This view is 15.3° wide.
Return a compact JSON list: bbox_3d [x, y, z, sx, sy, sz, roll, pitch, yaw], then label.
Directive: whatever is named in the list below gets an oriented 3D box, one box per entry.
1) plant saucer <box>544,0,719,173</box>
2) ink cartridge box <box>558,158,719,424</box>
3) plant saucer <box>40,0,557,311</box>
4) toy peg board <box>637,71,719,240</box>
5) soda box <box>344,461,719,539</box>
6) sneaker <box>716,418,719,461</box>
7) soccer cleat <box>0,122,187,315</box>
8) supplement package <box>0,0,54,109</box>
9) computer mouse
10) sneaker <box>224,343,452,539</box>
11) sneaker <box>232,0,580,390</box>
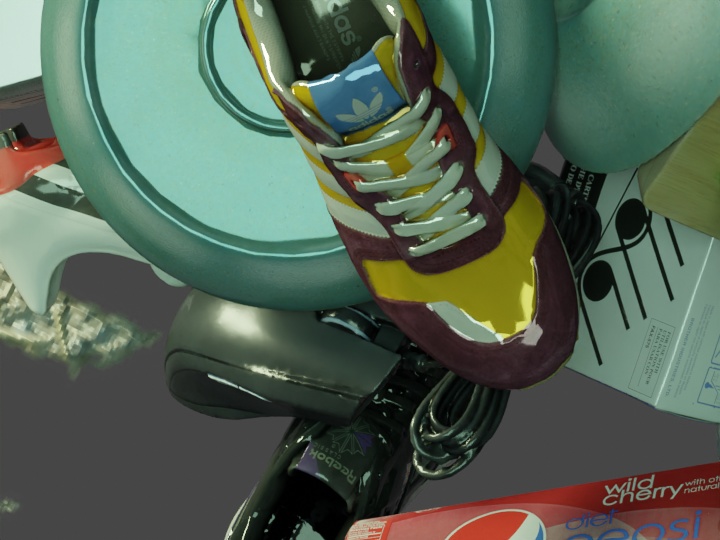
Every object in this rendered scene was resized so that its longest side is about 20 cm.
[{"bbox_3d":[0.102,-0.139,1.016,0.038,0.201,0.202,17,95,-23],"label":"plant saucer"},{"bbox_3d":[0.131,-0.049,1.067,0.094,0.044,0.201,24,97,49],"label":"ink cartridge box"},{"bbox_3d":[-0.026,-0.084,1.003,0.199,0.027,0.202,0,94,8],"label":"plant saucer"},{"bbox_3d":[0.237,-0.041,0.947,0.199,0.098,0.200,21,125,-20],"label":"toy peg board"},{"bbox_3d":[0.089,0.125,1.014,0.199,0.064,0.070,-11,127,23],"label":"soda box"},{"bbox_3d":[0.192,0.000,1.073,0.073,0.071,0.201,12,94,5],"label":"sneaker"},{"bbox_3d":[-0.063,-0.040,1.106,0.199,0.069,0.086,-16,99,10],"label":"soccer cleat"},{"bbox_3d":[-0.110,-0.181,1.079,0.155,0.111,0.201,-15,90,6],"label":"supplement package"},{"bbox_3d":[0.000,0.000,1.059,0.046,0.199,0.141,47,67,-35],"label":"computer mouse"},{"bbox_3d":[0.008,0.064,1.087,0.075,0.088,0.201,30,95,4],"label":"sneaker"},{"bbox_3d":[0.010,-0.043,0.941,0.075,0.090,0.201,-32,89,9],"label":"sneaker"}]
